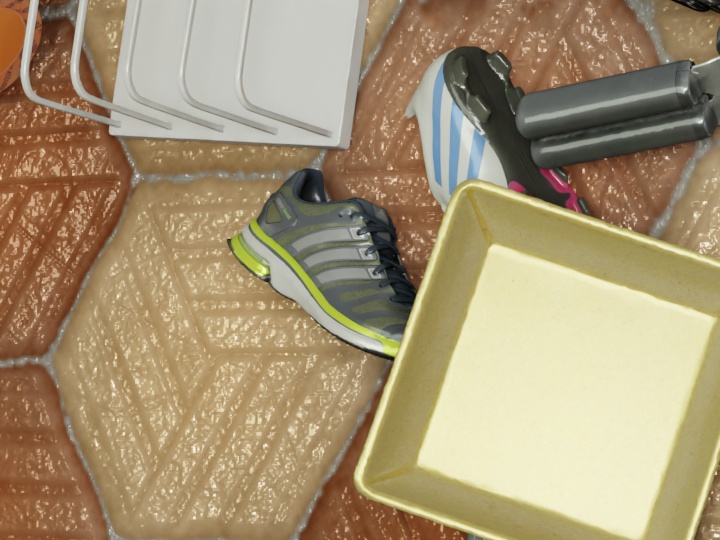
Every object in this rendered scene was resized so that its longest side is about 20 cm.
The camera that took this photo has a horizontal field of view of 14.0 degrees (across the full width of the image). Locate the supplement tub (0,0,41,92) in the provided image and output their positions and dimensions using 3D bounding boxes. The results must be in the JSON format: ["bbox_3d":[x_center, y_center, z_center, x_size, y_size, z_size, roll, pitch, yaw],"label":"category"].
[{"bbox_3d":[-0.322,-0.214,2.108,0.200,0.122,0.123,46,108,32],"label":"supplement tub"}]

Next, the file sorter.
[{"bbox_3d":[-0.113,-0.164,1.952,0.199,0.124,0.139,5,84,36],"label":"file sorter"}]

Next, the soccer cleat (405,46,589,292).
[{"bbox_3d":[0.088,-0.043,1.835,0.086,0.070,0.201,-44,61,49],"label":"soccer cleat"}]

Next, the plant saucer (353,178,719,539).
[{"bbox_3d":[0.120,0.070,1.732,0.199,0.048,0.201,19,84,7],"label":"plant saucer"}]

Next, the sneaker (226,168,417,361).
[{"bbox_3d":[0.000,0.000,1.878,0.200,0.074,0.081,34,98,32],"label":"sneaker"}]

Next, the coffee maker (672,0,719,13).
[{"bbox_3d":[0.215,-0.256,1.732,0.192,0.135,0.201,26,98,36],"label":"coffee maker"}]

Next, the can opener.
[{"bbox_3d":[0.194,-0.112,1.768,0.199,0.053,0.067,-11,43,23],"label":"can opener"}]

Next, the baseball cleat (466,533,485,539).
[{"bbox_3d":[0.080,0.164,1.793,0.106,0.070,0.201,-41,36,56],"label":"baseball cleat"}]
